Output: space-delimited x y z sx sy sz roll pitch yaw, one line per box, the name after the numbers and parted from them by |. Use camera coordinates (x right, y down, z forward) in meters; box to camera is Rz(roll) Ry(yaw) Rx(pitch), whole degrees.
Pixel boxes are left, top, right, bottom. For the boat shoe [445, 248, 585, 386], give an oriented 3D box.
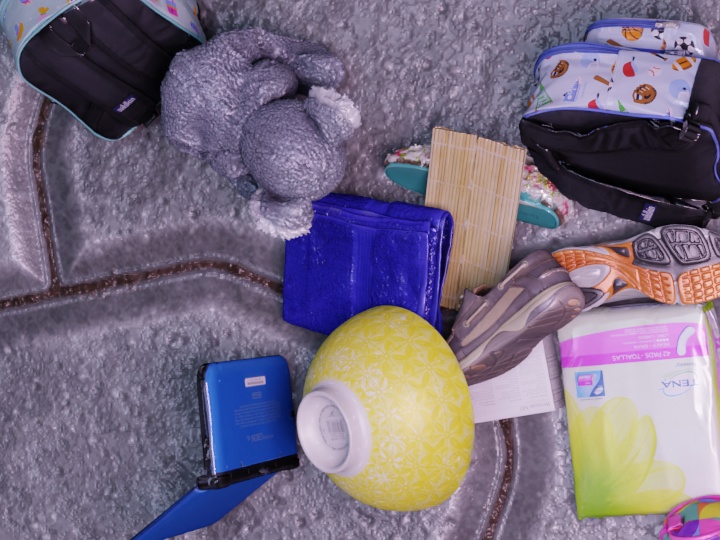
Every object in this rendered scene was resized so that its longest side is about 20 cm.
0.130 0.048 1.675 0.200 0.074 0.074 -38 63 36 | boat shoe

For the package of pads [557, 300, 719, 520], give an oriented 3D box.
0.275 0.132 1.683 0.153 0.068 0.203 -5 93 21 | package of pads

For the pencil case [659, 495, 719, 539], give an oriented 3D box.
0.330 0.310 1.628 0.087 0.088 0.202 -7 108 21 | pencil case

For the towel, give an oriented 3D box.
0.000 0.000 1.766 0.198 0.049 0.150 12 100 39 | towel

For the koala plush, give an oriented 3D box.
-0.085 -0.131 1.730 0.200 0.183 0.178 45 109 41 | koala plush

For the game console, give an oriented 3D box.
-0.152 0.180 1.779 0.117 0.200 0.173 -7 88 20 | game console

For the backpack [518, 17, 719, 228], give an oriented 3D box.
0.246 -0.145 1.634 0.188 0.201 0.156 3 62 15 | backpack

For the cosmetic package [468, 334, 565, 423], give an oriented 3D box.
0.099 0.113 1.762 0.198 0.051 0.084 -11 87 21 | cosmetic package

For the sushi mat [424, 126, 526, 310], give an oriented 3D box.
0.106 -0.043 1.732 0.095 0.012 0.202 18 123 19 | sushi mat

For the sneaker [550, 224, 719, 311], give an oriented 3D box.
0.268 -0.006 1.674 0.198 0.092 0.077 -4 95 20 | sneaker

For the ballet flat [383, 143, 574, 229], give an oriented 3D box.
0.122 -0.094 1.753 0.198 0.076 0.064 18 66 16 | ballet flat

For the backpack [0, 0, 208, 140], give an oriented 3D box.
-0.270 -0.252 1.823 0.175 0.199 0.155 -32 63 20 | backpack

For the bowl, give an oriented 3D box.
0.004 0.143 1.691 0.199 0.107 0.203 16 112 45 | bowl
